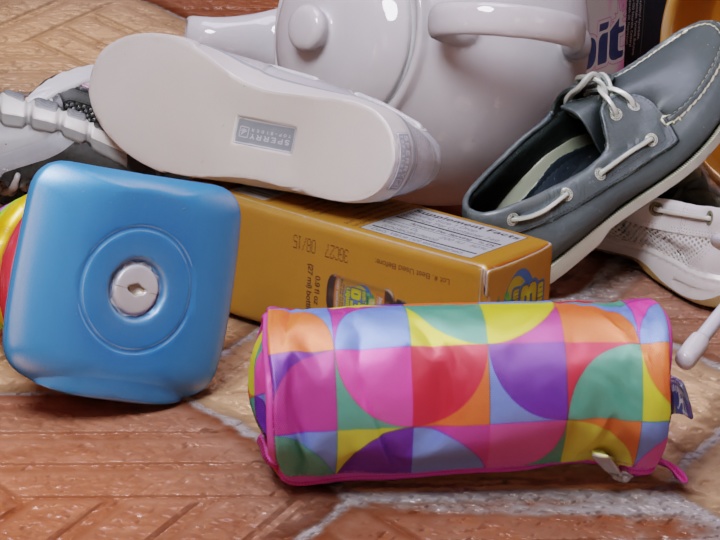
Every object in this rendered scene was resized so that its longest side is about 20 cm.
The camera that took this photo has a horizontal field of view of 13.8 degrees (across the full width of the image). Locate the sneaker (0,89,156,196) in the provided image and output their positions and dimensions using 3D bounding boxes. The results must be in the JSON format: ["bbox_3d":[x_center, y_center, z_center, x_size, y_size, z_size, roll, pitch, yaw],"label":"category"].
[{"bbox_3d":[-0.218,-0.043,1.590,0.200,0.116,0.075,20,-14,-2],"label":"sneaker"}]

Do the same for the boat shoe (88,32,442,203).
[{"bbox_3d":[-0.048,-0.078,1.544,0.200,0.072,0.068,10,2,31],"label":"boat shoe"}]

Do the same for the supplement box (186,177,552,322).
[{"bbox_3d":[0.000,0.000,1.518,0.200,0.067,0.069,18,23,36],"label":"supplement box"}]

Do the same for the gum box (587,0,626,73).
[{"bbox_3d":[0.092,-0.143,1.857,0.066,0.114,0.200,17,24,35],"label":"gum box"}]

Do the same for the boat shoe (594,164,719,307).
[{"bbox_3d":[0.164,-0.041,1.646,0.071,0.069,0.200,-10,23,-33],"label":"boat shoe"}]

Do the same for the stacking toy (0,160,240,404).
[{"bbox_3d":[-0.155,-0.002,1.480,0.116,0.110,0.200,9,3,-32],"label":"stacking toy"}]

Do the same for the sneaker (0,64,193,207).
[{"bbox_3d":[-0.115,-0.073,1.700,0.200,0.080,0.086,-22,41,-39],"label":"sneaker"}]

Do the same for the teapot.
[{"bbox_3d":[0.024,-0.129,1.664,0.146,0.200,0.198,4,43,-45],"label":"teapot"}]

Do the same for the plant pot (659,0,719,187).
[{"bbox_3d":[0.304,-0.126,1.756,0.200,0.201,0.183,14,6,29],"label":"plant pot"}]

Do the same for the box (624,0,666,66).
[{"bbox_3d":[0.080,-0.200,2.031,0.182,0.104,0.200,-14,26,-36],"label":"box"}]

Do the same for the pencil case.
[{"bbox_3d":[0.049,0.056,1.344,0.200,0.089,0.088,0,20,-4],"label":"pencil case"}]

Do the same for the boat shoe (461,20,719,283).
[{"bbox_3d":[0.132,-0.072,1.593,0.200,0.062,0.073,-43,40,-12],"label":"boat shoe"}]

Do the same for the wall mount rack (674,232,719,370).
[{"bbox_3d":[0.240,0.032,1.388,0.200,0.075,0.174,13,-1,28],"label":"wall mount rack"}]
